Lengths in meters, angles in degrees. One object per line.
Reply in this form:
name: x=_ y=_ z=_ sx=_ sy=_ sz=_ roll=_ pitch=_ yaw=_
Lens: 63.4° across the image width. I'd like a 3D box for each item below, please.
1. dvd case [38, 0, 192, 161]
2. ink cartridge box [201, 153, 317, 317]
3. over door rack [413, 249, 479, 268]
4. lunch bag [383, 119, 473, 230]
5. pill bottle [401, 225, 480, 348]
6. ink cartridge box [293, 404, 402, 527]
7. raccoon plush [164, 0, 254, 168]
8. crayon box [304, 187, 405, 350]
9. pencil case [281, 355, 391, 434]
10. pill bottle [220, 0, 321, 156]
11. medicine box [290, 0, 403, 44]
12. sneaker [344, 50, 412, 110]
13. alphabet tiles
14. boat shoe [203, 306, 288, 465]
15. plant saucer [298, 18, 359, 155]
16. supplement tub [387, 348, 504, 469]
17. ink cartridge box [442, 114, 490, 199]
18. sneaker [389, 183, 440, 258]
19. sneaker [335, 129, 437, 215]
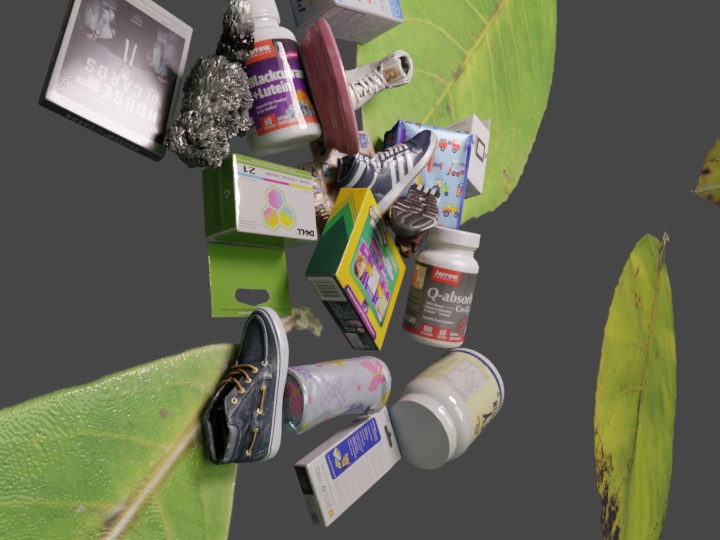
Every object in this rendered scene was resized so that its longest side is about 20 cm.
dvd case: x=-0.293 y=-0.256 z=0.719 sx=0.149 sy=0.025 sz=0.203 roll=24 pitch=62 yaw=-43
ink cartridge box: x=-0.134 y=-0.041 z=0.810 sx=0.147 sy=0.075 sz=0.203 roll=4 pitch=76 yaw=-49
over door rack: x=0.179 y=-0.040 z=1.182 sx=0.199 sy=0.066 sz=0.150 roll=-32 pitch=106 yaw=-48
lunch bag: x=0.118 y=-0.158 z=1.083 sx=0.148 sy=0.094 sz=0.203 roll=7 pitch=85 yaw=-15
pill bottle: x=0.147 y=0.027 z=1.044 sx=0.115 sy=0.115 sz=0.203 roll=3 pitch=101 yaw=-49
ink cartridge box: x=-0.013 y=0.294 z=0.900 sx=0.199 sy=0.037 sz=0.096 roll=-23 pitch=97 yaw=-47
raccoon plush: x=-0.190 y=-0.223 z=0.718 sx=0.135 sy=0.095 sz=0.202 roll=-85 pitch=-177 yaw=-57
crayon box: x=0.000 y=0.000 z=0.932 sx=0.201 sy=0.057 sz=0.174 roll=62 pitch=38 yaw=-45
pencil case: x=-0.041 y=0.179 z=0.859 sx=0.199 sy=0.082 sz=0.092 roll=3 pitch=87 yaw=-49
pill bottle: x=-0.134 y=-0.278 z=0.842 sx=0.111 sy=0.110 sz=0.203 roll=-22 pitch=97 yaw=-49
medicine box: x=-0.035 y=-0.519 z=1.024 sx=0.199 sy=0.102 sz=0.185 roll=-15 pitch=92 yaw=-51
sneaker: x=0.018 y=-0.338 z=1.032 sx=0.200 sy=0.115 sz=0.074 roll=-49 pitch=118 yaw=-41
alphabet tiles: x=-0.030 y=-0.161 z=0.988 sx=0.166 sy=0.008 sz=0.203 roll=-20 pitch=96 yaw=-37
boat shoe: x=-0.147 y=0.145 z=0.750 sx=0.090 sy=0.070 sz=0.204 roll=11 pitch=74 yaw=-51
plant saucer: x=-0.051 y=-0.271 z=0.886 sx=0.201 sy=0.050 sz=0.203 roll=164 pitch=-90 yaw=-87
supplement tub: x=0.150 y=0.238 z=1.019 sx=0.199 sy=0.144 sz=0.147 roll=-26 pitch=100 yaw=-49
ink cartridge box: x=0.201 y=-0.244 z=1.221 sx=0.066 sy=0.115 sz=0.202 roll=35 pitch=55 yaw=-37
sneaker: x=0.085 y=-0.062 z=0.971 sx=0.200 sy=0.075 sz=0.117 roll=-50 pitch=158 yaw=-61
sneaker: x=0.041 y=-0.187 z=0.978 sx=0.108 sy=0.070 sz=0.201 roll=43 pitch=78 yaw=-22
